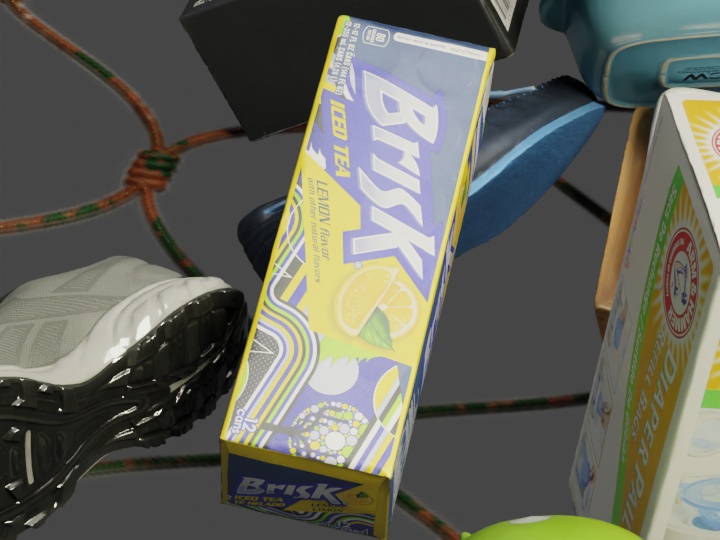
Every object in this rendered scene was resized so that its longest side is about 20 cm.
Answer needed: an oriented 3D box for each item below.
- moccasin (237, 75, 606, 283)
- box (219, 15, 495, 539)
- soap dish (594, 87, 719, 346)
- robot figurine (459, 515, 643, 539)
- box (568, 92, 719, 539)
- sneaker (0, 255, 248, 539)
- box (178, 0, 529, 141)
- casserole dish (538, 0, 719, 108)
[{"bbox_3d":[0.030,-0.047,1.111,0.068,0.081,0.200,43,46,19],"label":"moccasin"},{"bbox_3d":[0.000,0.000,1.003,0.070,0.064,0.200,13,61,3],"label":"box"},{"bbox_3d":[0.204,0.005,1.086,0.200,0.081,0.157,13,38,4],"label":"soap dish"},{"bbox_3d":[0.062,0.163,0.825,0.175,0.116,0.200,18,37,-5],"label":"robot figurine"},{"bbox_3d":[0.153,0.043,0.929,0.112,0.200,0.101,2,38,-10],"label":"box"},{"bbox_3d":[-0.134,0.048,0.974,0.079,0.074,0.200,25,33,33],"label":"sneaker"},{"bbox_3d":[0.012,-0.162,1.209,0.141,0.079,0.200,-19,29,26],"label":"box"},{"bbox_3d":[0.180,-0.106,1.112,0.200,0.121,0.039,-3,73,2],"label":"casserole dish"}]
